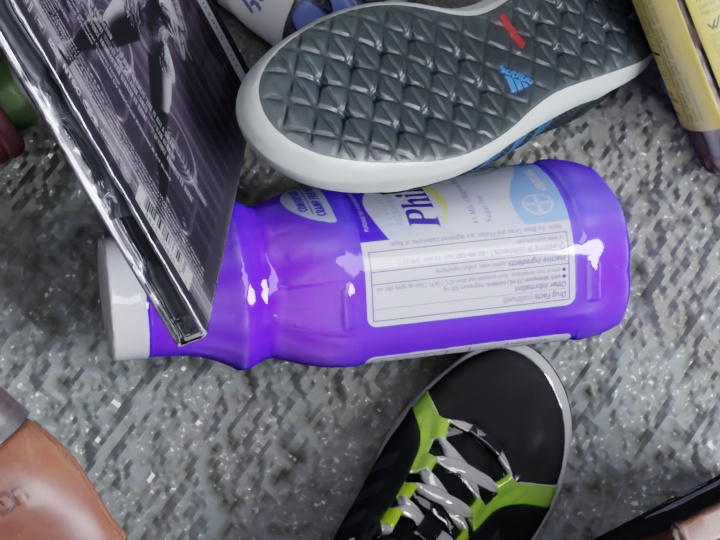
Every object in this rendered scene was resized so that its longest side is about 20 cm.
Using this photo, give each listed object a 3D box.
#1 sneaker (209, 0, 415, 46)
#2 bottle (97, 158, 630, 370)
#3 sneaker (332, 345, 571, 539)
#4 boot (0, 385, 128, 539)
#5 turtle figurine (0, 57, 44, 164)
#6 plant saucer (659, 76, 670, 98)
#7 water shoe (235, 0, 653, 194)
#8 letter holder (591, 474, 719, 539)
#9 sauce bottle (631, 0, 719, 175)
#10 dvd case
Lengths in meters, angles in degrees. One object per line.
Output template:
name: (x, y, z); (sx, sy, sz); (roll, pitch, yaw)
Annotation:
sneaker: (-0.010, -0.172, 0.893); (0.115, 0.080, 0.200); (32, 106, 18)
bottle: (0.000, 0.000, 0.883); (0.198, 0.084, 0.066); (-6, 109, -10)
sneaker: (0.022, 0.112, 0.862); (0.071, 0.083, 0.201); (34, 75, -1)
boot: (-0.123, 0.152, 0.760); (0.188, 0.069, 0.200); (-43, 96, 10)
turtle figurine: (-0.179, -0.034, 0.797); (0.193, 0.200, 0.145); (-30, 96, -1)
plant saucer: (0.214, -0.116, 0.977); (0.200, 0.019, 0.070); (-43, 88, -14)
water shoe: (0.030, -0.061, 0.877); (0.199, 0.079, 0.072); (-18, 73, -36)
letter holder: (0.154, 0.143, 0.817); (0.100, 0.200, 0.143); (-24, 83, -14)
sauce bottle: (0.122, -0.138, 0.866); (0.064, 0.065, 0.201); (-27, 107, -14)
dvd case: (-0.084, -0.083, 0.814); (0.016, 0.200, 0.149); (-22, 115, 15)
